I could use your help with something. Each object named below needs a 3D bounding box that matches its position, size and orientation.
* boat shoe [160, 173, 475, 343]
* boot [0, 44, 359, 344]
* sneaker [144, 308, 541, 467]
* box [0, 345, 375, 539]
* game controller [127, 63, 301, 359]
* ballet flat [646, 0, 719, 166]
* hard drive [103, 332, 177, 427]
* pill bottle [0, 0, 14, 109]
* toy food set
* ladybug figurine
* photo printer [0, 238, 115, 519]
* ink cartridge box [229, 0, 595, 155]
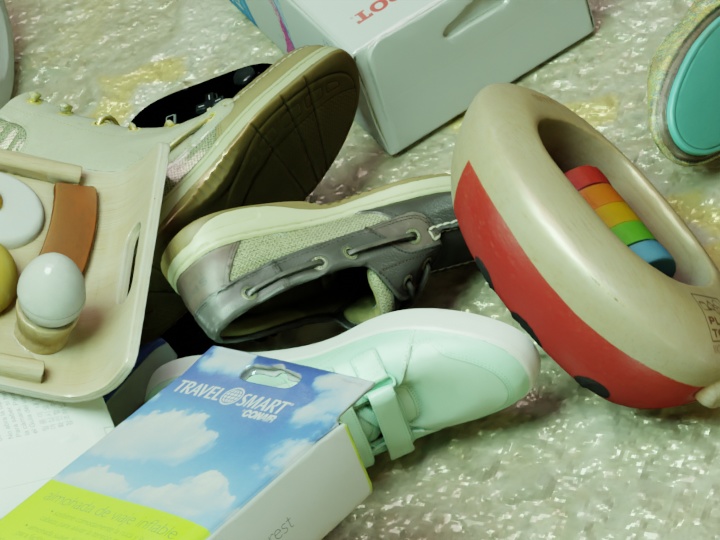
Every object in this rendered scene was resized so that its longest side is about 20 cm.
[{"bbox_3d":[0.000,0.000,1.302,0.200,0.073,0.065,-11,62,-23],"label":"boat shoe"},{"bbox_3d":[-0.110,-0.063,1.360,0.155,0.072,0.200,25,62,37],"label":"boot"},{"bbox_3d":[-0.010,0.090,1.234,0.200,0.074,0.118,-11,44,15],"label":"sneaker"},{"bbox_3d":[-0.090,0.113,1.124,0.200,0.048,0.122,-40,31,-30],"label":"box"},{"bbox_3d":[-0.080,-0.033,1.400,0.104,0.042,0.200,-13,44,8],"label":"game controller"},{"bbox_3d":[0.195,-0.126,1.382,0.071,0.071,0.200,17,56,32],"label":"ballet flat"},{"bbox_3d":[-0.204,0.046,1.363,0.200,0.025,0.132,32,75,39],"label":"hard drive"},{"bbox_3d":[-0.311,-0.124,1.521,0.200,0.113,0.113,-10,45,11],"label":"pill bottle"},{"bbox_3d":[-0.196,-0.025,1.226,0.200,0.060,0.144,13,50,-10],"label":"toy food set"},{"bbox_3d":[0.109,-0.005,1.252,0.072,0.136,0.200,-49,56,23],"label":"ladybug figurine"},{"bbox_3d":[-0.224,0.073,1.228,0.200,0.069,0.167,-12,62,-27],"label":"photo printer"},{"bbox_3d":[0.016,-0.173,1.471,0.144,0.085,0.200,-32,44,-12],"label":"ink cartridge box"}]
